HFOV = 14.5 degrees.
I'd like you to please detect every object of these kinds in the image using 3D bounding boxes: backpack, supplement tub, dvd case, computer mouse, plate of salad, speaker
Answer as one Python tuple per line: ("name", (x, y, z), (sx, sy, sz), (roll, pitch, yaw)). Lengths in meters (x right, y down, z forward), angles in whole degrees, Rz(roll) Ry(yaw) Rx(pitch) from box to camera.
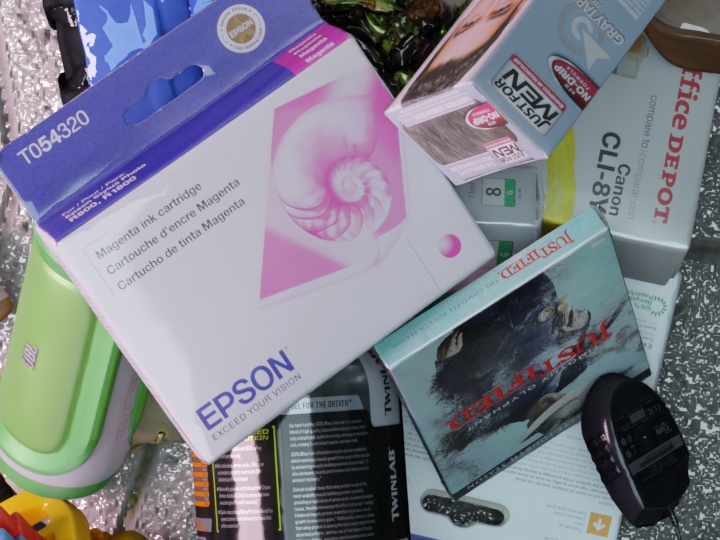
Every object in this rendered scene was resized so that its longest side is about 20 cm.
("backpack", (-0.101, -0.149, 1.635), (0.168, 0.200, 0.163), (-15, 94, 3))
("supplement tub", (-0.034, 0.120, 1.604), (0.122, 0.123, 0.200), (-3, 89, 2))
("dvd case", (0.091, 0.051, 1.611), (0.146, 0.200, 0.022), (-32, 63, -4))
("computer mouse", (0.178, 0.154, 1.663), (0.034, 0.059, 0.200), (-20, 91, 48))
("plate of salad", (0.027, -0.155, 1.589), (0.200, 0.048, 0.200), (12, 64, -26))
("speaker", (-0.156, 0.036, 1.600), (0.088, 0.088, 0.200), (17, 128, 0))

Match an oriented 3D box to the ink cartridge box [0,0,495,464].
("ink cartridge box", (-0.061, -0.033, 1.508), (0.196, 0.043, 0.200), (-37, 99, -11))

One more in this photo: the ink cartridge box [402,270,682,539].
("ink cartridge box", (0.079, 0.073, 1.732), (0.199, 0.041, 0.200), (13, 96, 0))

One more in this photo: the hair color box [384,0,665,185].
("hair color box", (0.109, -0.142, 1.505), (0.061, 0.099, 0.200), (43, 67, -15))

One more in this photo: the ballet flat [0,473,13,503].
("ballet flat", (-0.243, 0.176, 1.742), (0.066, 0.057, 0.200), (-9, 95, 2))

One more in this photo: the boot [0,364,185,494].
("boot", (-0.132, 0.102, 1.715), (0.155, 0.073, 0.200), (-44, 81, 5))

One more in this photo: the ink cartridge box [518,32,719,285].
("ink cartridge box", (0.106, -0.088, 1.675), (0.200, 0.083, 0.145), (12, 76, 0))

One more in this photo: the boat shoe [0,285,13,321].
("boat shoe", (-0.314, 0.041, 1.728), (0.200, 0.071, 0.069), (-27, 93, -5))

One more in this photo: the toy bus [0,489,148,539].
("toy bus", (-0.185, 0.196, 1.649), (0.136, 0.200, 0.192), (-37, 114, 6))

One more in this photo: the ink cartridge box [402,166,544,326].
("ink cartridge box", (0.000, 0.000, 1.631), (0.200, 0.161, 0.050), (1, 55, -1))

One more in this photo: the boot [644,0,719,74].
("boot", (0.182, -0.193, 1.624), (0.200, 0.070, 0.146), (10, 78, -2))
